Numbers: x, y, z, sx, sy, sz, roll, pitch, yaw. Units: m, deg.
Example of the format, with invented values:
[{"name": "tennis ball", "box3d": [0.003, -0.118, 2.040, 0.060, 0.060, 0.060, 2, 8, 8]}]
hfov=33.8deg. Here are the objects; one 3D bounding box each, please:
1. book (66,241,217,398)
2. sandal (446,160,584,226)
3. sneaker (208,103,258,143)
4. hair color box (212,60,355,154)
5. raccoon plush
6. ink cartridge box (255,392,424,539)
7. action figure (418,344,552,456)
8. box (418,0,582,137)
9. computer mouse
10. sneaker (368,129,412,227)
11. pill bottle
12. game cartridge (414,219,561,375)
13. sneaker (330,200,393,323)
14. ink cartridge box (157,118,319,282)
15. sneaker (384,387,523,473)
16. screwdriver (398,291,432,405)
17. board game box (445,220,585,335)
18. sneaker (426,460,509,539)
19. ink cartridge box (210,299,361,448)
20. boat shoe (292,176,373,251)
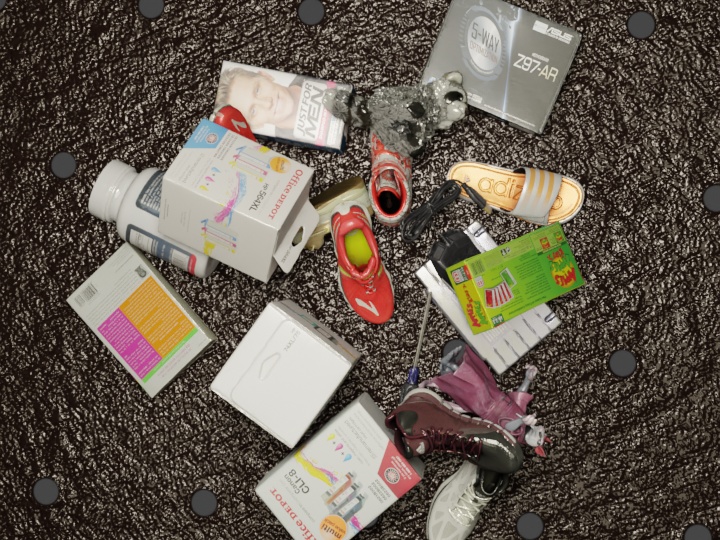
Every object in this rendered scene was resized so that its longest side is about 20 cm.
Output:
[{"name": "book", "box3d": [-0.333, 0.075, 1.795, 0.133, 0.048, 0.200, -42, 86, 5]}, {"name": "sandal", "box3d": [0.227, -0.115, 1.746, 0.205, 0.059, 0.080, 11, 91, 4]}, {"name": "sneaker", "box3d": [-0.154, -0.160, 1.720, 0.084, 0.201, 0.077, 13, 54, 36]}, {"name": "hair color box", "box3d": [-0.115, -0.243, 1.771, 0.198, 0.061, 0.101, 11, 90, 5]}, {"name": "raccoon plush", "box3d": [0.061, -0.255, 1.705, 0.199, 0.097, 0.134, 32, 52, 14]}, {"name": "ink cartridge box", "box3d": [-0.028, 0.300, 1.722, 0.200, 0.145, 0.146, -40, 88, 4]}, {"name": "action figure", "box3d": [0.187, 0.200, 1.695, 0.200, 0.134, 0.149, 45, 116, 4]}, {"name": "box", "box3d": [0.207, -0.310, 1.756, 0.199, 0.044, 0.161, 24, 92, 4]}, {"name": "computer mouse", "box3d": [0.156, -0.034, 1.731, 0.200, 0.046, 0.141, 44, 70, -6]}, {"name": "sneaker", "box3d": [0.046, -0.166, 1.735, 0.067, 0.108, 0.203, -1, 90, 4]}, {"name": "pill bottle", "box3d": [-0.293, -0.083, 1.755, 0.199, 0.120, 0.120, 26, 92, 4]}, {"name": "game cartridge", "box3d": [0.187, 0.042, 1.763, 0.129, 0.038, 0.200, -40, 87, 7]}, {"name": "sneaker", "box3d": [0.000, 0.000, 1.719, 0.076, 0.085, 0.201, -19, 117, 1]}, {"name": "ink cartridge box", "box3d": [-0.161, -0.092, 1.641, 0.199, 0.126, 0.129, 24, 53, 4]}, {"name": "sneaker", "box3d": [0.118, 0.244, 1.638, 0.199, 0.115, 0.076, 25, 123, 30]}, {"name": "screwdriver", "box3d": [0.084, 0.129, 1.767, 0.028, 0.029, 0.202, 11, 93, 1]}, {"name": "board game box", "box3d": [0.224, 0.008, 1.695, 0.199, 0.048, 0.102, -22, 88, -36]}, {"name": "sneaker", "box3d": [0.155, 0.327, 1.722, 0.075, 0.115, 0.201, 30, 92, 4]}, {"name": "ink cartridge box", "box3d": [-0.102, 0.142, 1.699, 0.146, 0.200, 0.147, 36, 93, 3]}, {"name": "boat shoe", "box3d": [-0.072, -0.065, 1.763, 0.199, 0.074, 0.067, -26, 112, 10]}]
